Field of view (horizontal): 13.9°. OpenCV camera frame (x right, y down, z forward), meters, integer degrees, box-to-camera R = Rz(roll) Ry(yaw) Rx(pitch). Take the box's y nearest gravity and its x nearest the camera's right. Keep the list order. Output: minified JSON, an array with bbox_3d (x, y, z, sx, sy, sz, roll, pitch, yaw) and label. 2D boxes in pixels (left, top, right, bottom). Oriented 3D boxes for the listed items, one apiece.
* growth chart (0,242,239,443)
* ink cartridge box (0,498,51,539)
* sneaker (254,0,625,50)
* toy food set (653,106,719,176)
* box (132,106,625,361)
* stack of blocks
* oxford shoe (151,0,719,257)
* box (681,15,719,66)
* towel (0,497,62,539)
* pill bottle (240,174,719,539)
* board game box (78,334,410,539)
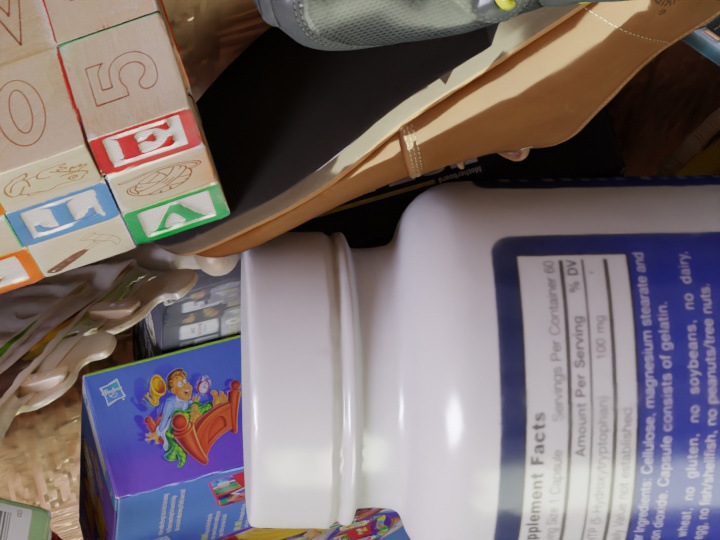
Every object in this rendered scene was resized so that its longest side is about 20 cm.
[{"bbox_3d":[-0.137,0.036,0.874,0.144,0.018,0.200,-1,-154,39],"label":"growth chart"},{"bbox_3d":[-0.197,0.101,1.001,0.145,0.048,0.200,14,161,-15],"label":"ink cartridge box"},{"bbox_3d":[0.069,-0.101,0.729,0.199,0.085,0.075,-23,131,-7],"label":"sneaker"},{"bbox_3d":[0.116,0.002,1.064,0.200,0.049,0.198,-38,166,-39],"label":"toy food set"},{"bbox_3d":[0.000,0.000,1.041,0.160,0.049,0.200,-14,163,-9],"label":"box"},{"bbox_3d":[-0.141,-0.019,0.822,0.199,0.059,0.115,-19,162,-1],"label":"stack of blocks"},{"bbox_3d":[0.023,-0.049,0.853,0.199,0.072,0.071,-28,134,27],"label":"oxford shoe"},{"bbox_3d":[0.190,-0.103,0.836,0.136,0.038,0.200,32,137,-21],"label":"box"},{"bbox_3d":[-0.116,0.117,1.089,0.023,0.199,0.145,-55,171,-19],"label":"towel"},{"bbox_3d":[0.064,0.031,0.910,0.199,0.120,0.120,-1,160,-4],"label":"pill bottle"},{"bbox_3d":[-0.032,0.070,1.070,0.134,0.045,0.200,-14,163,-11],"label":"board game box"}]
